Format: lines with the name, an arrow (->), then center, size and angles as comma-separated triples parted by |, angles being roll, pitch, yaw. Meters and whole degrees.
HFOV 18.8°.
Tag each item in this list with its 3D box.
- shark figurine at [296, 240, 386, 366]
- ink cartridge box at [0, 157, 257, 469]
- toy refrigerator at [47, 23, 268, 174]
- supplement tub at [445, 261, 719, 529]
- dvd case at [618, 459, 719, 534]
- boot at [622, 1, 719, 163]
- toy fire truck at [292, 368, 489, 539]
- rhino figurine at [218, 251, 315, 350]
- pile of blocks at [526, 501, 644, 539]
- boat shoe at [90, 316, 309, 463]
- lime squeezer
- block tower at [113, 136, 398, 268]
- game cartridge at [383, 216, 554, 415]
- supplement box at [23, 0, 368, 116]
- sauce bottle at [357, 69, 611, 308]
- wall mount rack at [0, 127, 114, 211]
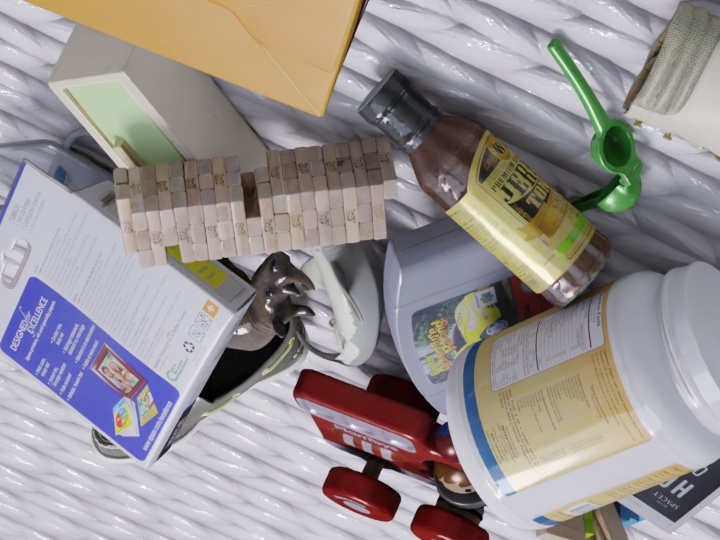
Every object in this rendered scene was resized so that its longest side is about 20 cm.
shark figurine -> 0.008, 0.020, 1.681 | 0.128, 0.089, 0.215 | 52, 161, 39
ink cartridge box -> -0.201, 0.029, 1.692 | 0.200, 0.047, 0.198 | 38, 132, 8
toy refrigerator -> -0.137, -0.097, 1.603 | 0.076, 0.070, 0.200 | -4, 141, 34
supplement tub -> 0.176, 0.087, 1.544 | 0.200, 0.145, 0.145 | -25, 128, 28
dvd case -> 0.246, 0.105, 1.650 | 0.150, 0.025, 0.200 | 33, 122, -19
boot -> 0.241, -0.081, 1.399 | 0.154, 0.072, 0.200 | 19, 143, 3
toy fire truck -> 0.048, 0.147, 1.769 | 0.199, 0.112, 0.168 | 21, 166, 17
rhino figurine -> -0.106, 0.023, 1.707 | 0.199, 0.060, 0.088 | -9, 102, 42
pile of blocks -> 0.182, 0.187, 1.746 | 0.062, 0.082, 0.200 | -28, 168, 40
boat shoe -> -0.136, 0.089, 1.785 | 0.072, 0.201, 0.060 | 58, 174, 18
lime squeezer -> 0.162, -0.082, 1.492 | 0.071, 0.038, 0.200 | 43, 159, 28
block tower -> -0.074, -0.048, 1.565 | 0.199, 0.054, 0.058 | -8, 133, -3
game cartridge -> 0.088, 0.031, 1.630 | 0.133, 0.041, 0.200 | -18, 141, 2
supplement box -> -0.070, -0.233, 1.233 | 0.197, 0.201, 0.133 | 21, 149, 0
sauce bottle -> 0.084, -0.059, 1.512 | 0.200, 0.065, 0.065 | 40, 145, -8
wall mount rack -> -0.260, -0.051, 1.742 | 0.173, 0.075, 0.200 | 29, 147, -7
